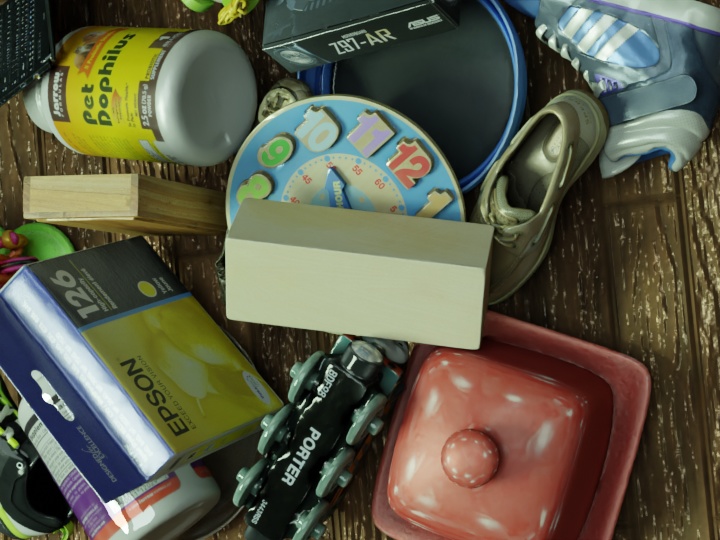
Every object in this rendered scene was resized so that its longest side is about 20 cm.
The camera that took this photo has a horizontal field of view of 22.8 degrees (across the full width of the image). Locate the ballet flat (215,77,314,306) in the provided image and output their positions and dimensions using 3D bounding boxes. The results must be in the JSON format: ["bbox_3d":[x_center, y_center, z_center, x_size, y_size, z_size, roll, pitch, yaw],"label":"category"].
[{"bbox_3d":[-0.082,-0.061,1.471,0.067,0.046,0.202,29,109,37],"label":"ballet flat"}]

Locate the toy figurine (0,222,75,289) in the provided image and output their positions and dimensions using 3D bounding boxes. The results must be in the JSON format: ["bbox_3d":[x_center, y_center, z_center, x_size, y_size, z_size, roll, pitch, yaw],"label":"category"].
[{"bbox_3d":[-0.366,0.012,1.512,0.198,0.184,0.152,-15,83,17],"label":"toy figurine"}]

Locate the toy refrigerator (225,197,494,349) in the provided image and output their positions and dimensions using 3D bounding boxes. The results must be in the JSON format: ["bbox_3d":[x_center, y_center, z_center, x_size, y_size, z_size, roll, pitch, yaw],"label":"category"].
[{"bbox_3d":[0.000,0.000,1.375,0.198,0.070,0.076,6,123,8],"label":"toy refrigerator"}]

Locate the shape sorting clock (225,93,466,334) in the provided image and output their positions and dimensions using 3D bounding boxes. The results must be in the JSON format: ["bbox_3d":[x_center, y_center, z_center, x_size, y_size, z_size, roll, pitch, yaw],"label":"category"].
[{"bbox_3d":[-0.013,-0.041,1.416,0.198,0.039,0.202,4,109,12],"label":"shape sorting clock"}]

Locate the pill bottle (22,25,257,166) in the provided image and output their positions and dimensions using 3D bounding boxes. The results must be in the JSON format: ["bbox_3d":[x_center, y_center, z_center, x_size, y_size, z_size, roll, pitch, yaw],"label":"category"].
[{"bbox_3d":[-0.188,-0.147,1.480,0.199,0.109,0.110,8,90,40],"label":"pill bottle"}]

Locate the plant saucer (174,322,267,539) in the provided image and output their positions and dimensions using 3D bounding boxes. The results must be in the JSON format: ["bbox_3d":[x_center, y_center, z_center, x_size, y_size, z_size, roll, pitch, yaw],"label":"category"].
[{"bbox_3d":[-0.164,0.133,1.518,0.198,0.032,0.202,-1,88,19],"label":"plant saucer"}]

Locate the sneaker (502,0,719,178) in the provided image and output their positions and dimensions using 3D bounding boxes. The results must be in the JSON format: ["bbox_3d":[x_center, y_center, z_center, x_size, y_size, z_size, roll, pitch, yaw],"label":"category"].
[{"bbox_3d":[0.183,-0.150,1.387,0.199,0.080,0.148,17,96,22],"label":"sneaker"}]

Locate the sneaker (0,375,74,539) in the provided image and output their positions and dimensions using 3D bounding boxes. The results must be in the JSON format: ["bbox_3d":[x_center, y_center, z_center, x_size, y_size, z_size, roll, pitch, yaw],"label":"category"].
[{"bbox_3d":[-0.295,0.140,1.516,0.082,0.072,0.201,-8,115,36],"label":"sneaker"}]

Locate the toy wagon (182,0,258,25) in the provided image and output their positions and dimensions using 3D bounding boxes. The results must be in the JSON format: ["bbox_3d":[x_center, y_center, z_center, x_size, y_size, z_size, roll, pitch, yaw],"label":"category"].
[{"bbox_3d":[-0.096,-0.275,1.451,0.155,0.039,0.201,-43,41,41],"label":"toy wagon"}]

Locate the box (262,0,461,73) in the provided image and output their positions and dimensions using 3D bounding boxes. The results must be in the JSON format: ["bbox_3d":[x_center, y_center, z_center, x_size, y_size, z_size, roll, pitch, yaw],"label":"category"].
[{"bbox_3d":[0.005,-0.269,1.420,0.159,0.043,0.202,-10,63,31],"label":"box"}]

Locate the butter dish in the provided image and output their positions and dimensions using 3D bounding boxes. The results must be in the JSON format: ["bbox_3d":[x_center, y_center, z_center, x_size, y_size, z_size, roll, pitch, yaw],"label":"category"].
[{"bbox_3d":[0.100,0.139,1.367,0.198,0.148,0.202,17,93,19],"label":"butter dish"}]

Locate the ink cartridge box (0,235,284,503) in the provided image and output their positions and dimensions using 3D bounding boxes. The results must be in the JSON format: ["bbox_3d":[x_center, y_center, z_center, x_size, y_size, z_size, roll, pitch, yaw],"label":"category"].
[{"bbox_3d":[-0.185,0.069,1.409,0.198,0.200,0.047,50,120,14],"label":"ink cartridge box"}]

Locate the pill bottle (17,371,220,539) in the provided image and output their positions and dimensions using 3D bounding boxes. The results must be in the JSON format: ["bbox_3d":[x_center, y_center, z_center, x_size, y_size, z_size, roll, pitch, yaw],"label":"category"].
[{"bbox_3d":[-0.210,0.131,1.460,0.111,0.111,0.201,-37,76,13],"label":"pill bottle"}]

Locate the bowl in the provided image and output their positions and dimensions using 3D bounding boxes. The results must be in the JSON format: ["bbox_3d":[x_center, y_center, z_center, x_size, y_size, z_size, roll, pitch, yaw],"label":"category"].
[{"bbox_3d":[0.043,-0.150,1.442,0.199,0.039,0.203,1,93,27],"label":"bowl"}]

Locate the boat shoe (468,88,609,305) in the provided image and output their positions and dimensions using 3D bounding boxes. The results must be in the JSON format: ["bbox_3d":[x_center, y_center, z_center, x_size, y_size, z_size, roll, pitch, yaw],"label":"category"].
[{"bbox_3d":[0.120,-0.052,1.385,0.072,0.065,0.201,43,124,19],"label":"boat shoe"}]

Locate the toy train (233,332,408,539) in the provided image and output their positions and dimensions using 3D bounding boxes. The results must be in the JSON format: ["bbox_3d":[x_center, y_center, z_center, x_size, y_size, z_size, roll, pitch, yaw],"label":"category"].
[{"bbox_3d":[-0.028,0.132,1.410,0.085,0.114,0.201,33,114,12],"label":"toy train"}]

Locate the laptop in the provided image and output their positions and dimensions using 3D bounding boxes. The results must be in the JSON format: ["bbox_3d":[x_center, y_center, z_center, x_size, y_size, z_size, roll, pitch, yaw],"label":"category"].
[{"bbox_3d":[-0.310,-0.231,1.500,0.199,0.103,0.178,-34,33,15],"label":"laptop"}]

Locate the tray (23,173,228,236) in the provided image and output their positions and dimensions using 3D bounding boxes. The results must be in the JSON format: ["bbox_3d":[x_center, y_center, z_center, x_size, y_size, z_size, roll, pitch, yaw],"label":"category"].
[{"bbox_3d":[-0.181,-0.051,1.443,0.098,0.200,0.037,0,88,18],"label":"tray"}]
